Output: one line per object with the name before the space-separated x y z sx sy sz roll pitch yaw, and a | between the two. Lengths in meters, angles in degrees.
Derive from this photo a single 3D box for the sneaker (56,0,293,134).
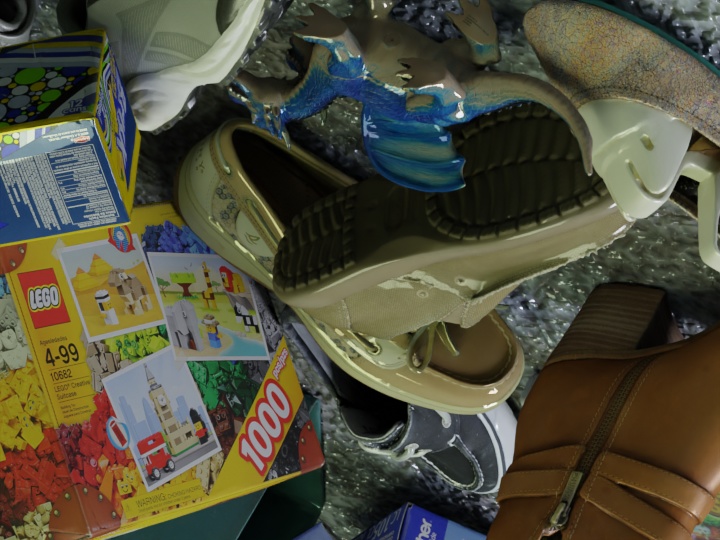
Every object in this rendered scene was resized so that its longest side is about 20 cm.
sneaker | -0.078 -0.122 1.231 0.079 0.074 0.200 40 150 -12

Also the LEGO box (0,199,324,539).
LEGO box | -0.120 0.050 1.348 0.077 0.200 0.149 -21 85 31

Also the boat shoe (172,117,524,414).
boat shoe | 0.000 0.000 1.363 0.200 0.073 0.063 33 154 -10

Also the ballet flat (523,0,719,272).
ballet flat | 0.146 -0.040 1.180 0.200 0.067 0.068 32 151 -9

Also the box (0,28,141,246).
box | -0.202 -0.047 1.244 0.200 0.070 0.064 -9 128 8

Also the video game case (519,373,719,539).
video game case | 0.198 0.126 1.460 0.200 0.022 0.182 8 146 31

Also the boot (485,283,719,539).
boot | 0.155 0.081 1.279 0.200 0.155 0.077 7 146 32

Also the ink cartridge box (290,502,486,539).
ink cartridge box | 0.051 0.207 1.632 0.200 0.076 0.136 23 153 -16

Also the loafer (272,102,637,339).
loafer | 0.052 -0.019 1.278 0.200 0.076 0.067 -15 143 37

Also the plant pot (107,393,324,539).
plant pot | -0.142 0.123 1.624 0.200 0.141 0.141 22 152 14

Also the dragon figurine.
dragon figurine | 0.029 -0.075 1.223 0.200 0.059 0.099 21 153 24

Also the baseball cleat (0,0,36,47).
baseball cleat | -0.188 -0.093 1.374 0.106 0.070 0.200 -3 144 33

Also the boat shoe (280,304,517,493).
boat shoe | 0.019 0.066 1.462 0.072 0.068 0.200 5 145 35
